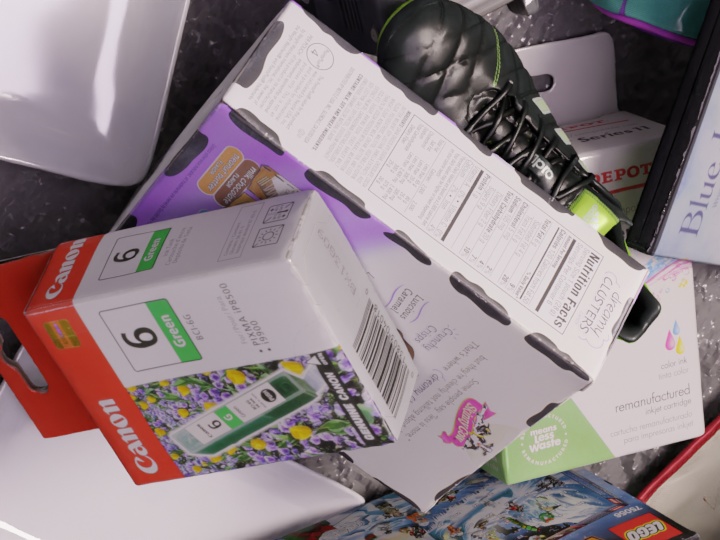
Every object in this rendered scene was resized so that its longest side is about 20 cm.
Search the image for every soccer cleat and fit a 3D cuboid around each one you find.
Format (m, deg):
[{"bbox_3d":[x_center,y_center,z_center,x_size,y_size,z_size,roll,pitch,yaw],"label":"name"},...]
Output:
[{"bbox_3d":[0.076,-0.045,1.187,0.068,0.081,0.200,-46,128,-12],"label":"soccer cleat"}]

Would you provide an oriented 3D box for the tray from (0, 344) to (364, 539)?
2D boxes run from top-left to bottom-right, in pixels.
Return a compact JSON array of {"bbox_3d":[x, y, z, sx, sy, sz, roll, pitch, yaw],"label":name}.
[{"bbox_3d":[-0.103,0.117,1.280,0.199,0.022,0.108,27,90,-25],"label":"tray"}]

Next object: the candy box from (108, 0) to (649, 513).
[{"bbox_3d":[0.000,0.000,1.183,0.200,0.168,0.072,36,54,-7],"label":"candy box"}]

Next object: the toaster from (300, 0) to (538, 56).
[{"bbox_3d":[0.026,-0.203,1.210,0.129,0.114,0.201,-22,108,-20],"label":"toaster"}]

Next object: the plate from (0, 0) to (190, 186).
[{"bbox_3d":[-0.167,-0.153,1.184,0.199,0.032,0.201,11,98,-25],"label":"plate"}]

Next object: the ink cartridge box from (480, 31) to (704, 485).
[{"bbox_3d":[0.099,-0.008,1.309,0.117,0.067,0.201,-13,107,-19],"label":"ink cartridge box"}]

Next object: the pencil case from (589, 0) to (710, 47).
[{"bbox_3d":[0.176,-0.209,1.284,0.092,0.085,0.201,14,97,-11],"label":"pencil case"}]

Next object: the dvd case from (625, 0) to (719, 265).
[{"bbox_3d":[0.205,-0.069,1.308,0.200,0.018,0.143,7,105,-56],"label":"dvd case"}]

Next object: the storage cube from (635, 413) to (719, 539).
[{"bbox_3d":[0.281,0.149,1.355,0.171,0.200,0.180,-44,121,-8],"label":"storage cube"}]

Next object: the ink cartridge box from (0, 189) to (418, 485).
[{"bbox_3d":[-0.087,0.037,1.153,0.199,0.050,0.109,-12,126,26],"label":"ink cartridge box"}]

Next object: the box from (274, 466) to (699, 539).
[{"bbox_3d":[0.044,0.150,1.267,0.199,0.137,0.040,-19,117,-27],"label":"box"}]
